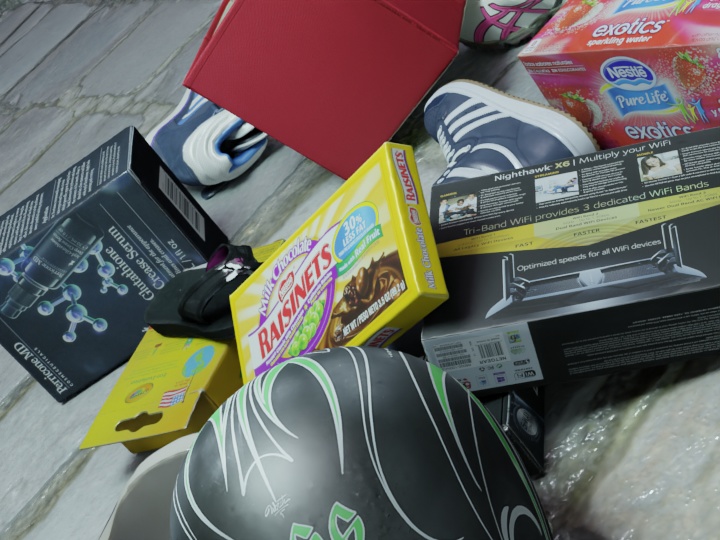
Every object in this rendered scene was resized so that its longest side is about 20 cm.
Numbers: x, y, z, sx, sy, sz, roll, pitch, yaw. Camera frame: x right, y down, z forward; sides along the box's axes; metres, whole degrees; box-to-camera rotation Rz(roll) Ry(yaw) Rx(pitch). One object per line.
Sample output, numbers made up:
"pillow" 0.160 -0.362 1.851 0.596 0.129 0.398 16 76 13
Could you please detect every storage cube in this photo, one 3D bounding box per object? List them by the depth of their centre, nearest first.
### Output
"storage cube" -0.025 -0.220 1.184 0.200 0.180 0.171 -51 16 36

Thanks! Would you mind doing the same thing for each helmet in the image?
"helmet" -0.002 0.131 0.672 0.200 0.200 0.191 -35 57 7

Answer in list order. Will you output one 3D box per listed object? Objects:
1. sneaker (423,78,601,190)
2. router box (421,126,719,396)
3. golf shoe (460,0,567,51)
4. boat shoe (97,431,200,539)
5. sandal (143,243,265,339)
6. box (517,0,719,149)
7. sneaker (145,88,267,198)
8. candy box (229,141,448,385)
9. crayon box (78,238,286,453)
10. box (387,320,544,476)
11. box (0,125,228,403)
"sneaker" 0.082 -0.081 1.017 0.108 0.070 0.200 -44 31 -13
"router box" 0.140 -0.007 0.796 0.200 0.052 0.157 -11 36 14
"golf shoe" 0.145 -0.253 1.178 0.200 0.092 0.073 -5 44 49
"boat shoe" -0.119 0.144 0.863 0.200 0.075 0.093 -49 14 37
"sandal" -0.113 0.014 1.011 0.200 0.048 0.075 -11 41 49
"box" 0.221 -0.148 0.920 0.100 0.096 0.200 -48 29 -20
"sneaker" -0.126 -0.162 1.395 0.146 0.081 0.200 5 46 42
"candy box" -0.020 0.016 0.823 0.200 0.026 0.102 -42 49 45
"crayon box" -0.127 0.072 1.060 0.127 0.051 0.200 -15 35 38
"box" 0.023 0.091 0.856 0.200 0.044 0.160 -25 31 26
"box" -0.240 -0.006 1.208 0.200 0.148 0.107 -34 27 11
